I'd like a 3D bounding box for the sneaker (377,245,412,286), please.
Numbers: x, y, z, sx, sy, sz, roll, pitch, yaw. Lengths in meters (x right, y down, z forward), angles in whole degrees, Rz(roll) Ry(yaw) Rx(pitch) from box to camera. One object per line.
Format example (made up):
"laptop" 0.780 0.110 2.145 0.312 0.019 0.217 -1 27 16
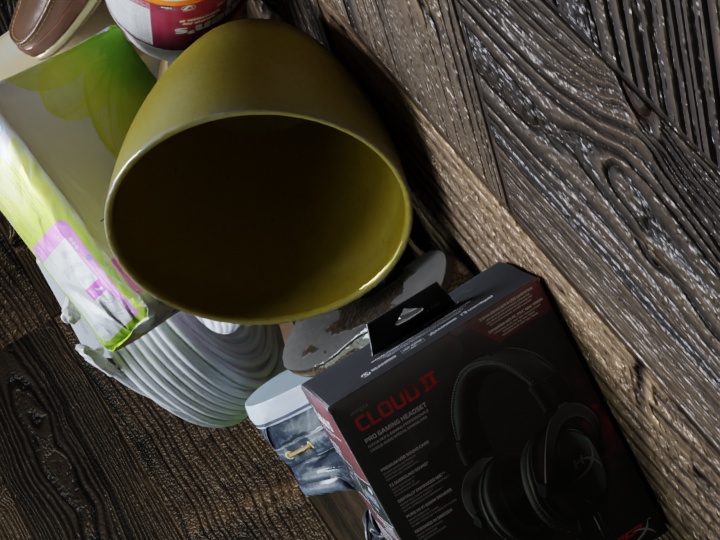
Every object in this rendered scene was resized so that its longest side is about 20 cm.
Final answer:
"sneaker" -0.033 -0.054 1.425 0.200 0.089 0.079 51 169 32

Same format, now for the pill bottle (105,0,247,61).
"pill bottle" -0.129 -0.215 1.367 0.110 0.109 0.200 58 172 6

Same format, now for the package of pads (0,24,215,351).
"package of pads" -0.176 -0.058 1.377 0.201 0.154 0.068 53 133 2

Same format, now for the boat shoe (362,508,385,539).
"boat shoe" 0.031 0.183 1.440 0.062 0.201 0.075 29 -149 2

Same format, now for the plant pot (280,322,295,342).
"plant pot" -0.043 0.000 1.659 0.202 0.092 0.201 58 172 14

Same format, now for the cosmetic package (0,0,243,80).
"cosmetic package" -0.200 -0.179 1.544 0.071 0.199 0.105 57 -172 15

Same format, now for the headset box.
"headset box" 0.069 0.103 1.170 0.201 0.148 0.077 62 170 -14

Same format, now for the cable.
"cable" -0.142 0.029 1.541 0.200 0.069 0.201 38 -155 -31

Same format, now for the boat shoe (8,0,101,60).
"boat shoe" -0.215 -0.253 1.450 0.067 0.201 0.072 17 -160 -40

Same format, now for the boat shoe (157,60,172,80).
"boat shoe" -0.115 -0.077 1.505 0.074 0.069 0.202 125 137 -67

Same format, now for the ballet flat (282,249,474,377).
"ballet flat" 0.014 0.035 1.356 0.046 0.068 0.199 26 148 -29

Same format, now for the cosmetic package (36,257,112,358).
"cosmetic package" -0.187 -0.047 1.826 0.165 0.163 0.201 72 -160 -53

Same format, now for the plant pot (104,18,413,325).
"plant pot" -0.069 -0.082 1.301 0.201 0.198 0.143 68 -168 -47

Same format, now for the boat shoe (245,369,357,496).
"boat shoe" 0.016 0.095 1.422 0.091 0.199 0.071 57 -147 -13
